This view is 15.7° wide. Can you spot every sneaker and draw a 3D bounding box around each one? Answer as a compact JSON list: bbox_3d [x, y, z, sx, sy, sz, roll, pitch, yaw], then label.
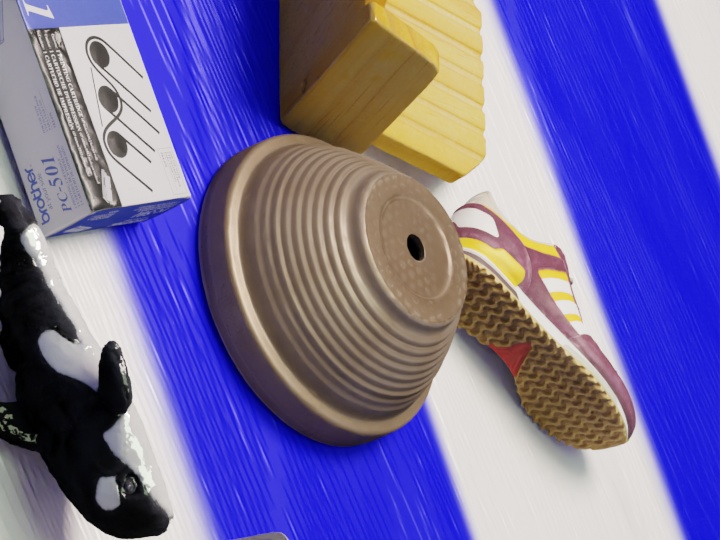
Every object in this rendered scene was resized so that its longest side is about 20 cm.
[{"bbox_3d":[0.129,0.034,1.776,0.200,0.075,0.090,50,44,-23],"label":"sneaker"}]

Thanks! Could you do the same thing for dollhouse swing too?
[{"bbox_3d":[0.044,-0.183,1.723,0.175,0.182,0.201,15,56,-24],"label":"dollhouse swing"}]

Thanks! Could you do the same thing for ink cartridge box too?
[{"bbox_3d":[-0.173,-0.123,1.501,0.094,0.044,0.201,-11,79,-56],"label":"ink cartridge box"}]

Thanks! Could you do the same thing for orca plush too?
[{"bbox_3d":[-0.171,0.057,1.382,0.071,0.105,0.201,-20,90,-23],"label":"orca plush"}]

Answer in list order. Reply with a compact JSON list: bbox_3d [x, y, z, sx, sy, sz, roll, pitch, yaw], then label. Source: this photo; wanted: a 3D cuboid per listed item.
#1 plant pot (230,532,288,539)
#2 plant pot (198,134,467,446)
[{"bbox_3d":[-0.091,0.272,1.271,0.177,0.199,0.200,52,37,-38],"label":"plant pot"},{"bbox_3d":[0.000,0.000,1.614,0.201,0.093,0.201,29,48,-39],"label":"plant pot"}]
